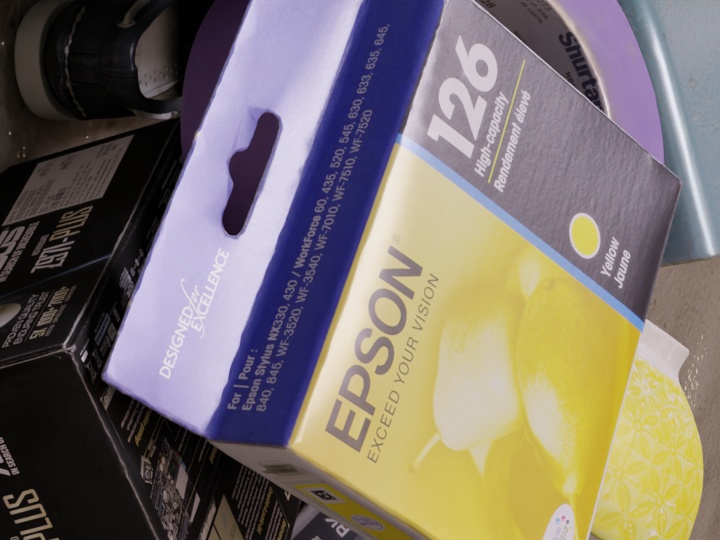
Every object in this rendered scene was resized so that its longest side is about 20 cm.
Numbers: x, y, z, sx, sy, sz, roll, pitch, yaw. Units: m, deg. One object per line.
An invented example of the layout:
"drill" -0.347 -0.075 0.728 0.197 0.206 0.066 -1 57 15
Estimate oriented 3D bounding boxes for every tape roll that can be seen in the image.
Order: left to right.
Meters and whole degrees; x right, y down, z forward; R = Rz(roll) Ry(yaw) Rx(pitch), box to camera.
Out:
"tape roll" 0.029 -0.052 0.914 0.200 0.085 0.200 12 73 -41

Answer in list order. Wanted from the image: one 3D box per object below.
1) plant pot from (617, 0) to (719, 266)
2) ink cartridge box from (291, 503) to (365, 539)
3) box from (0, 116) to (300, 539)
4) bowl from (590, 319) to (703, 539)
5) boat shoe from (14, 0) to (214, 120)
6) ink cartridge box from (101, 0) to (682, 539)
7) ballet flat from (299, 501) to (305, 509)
"plant pot" 0.120 -0.107 1.224 0.196 0.196 0.200 -22 102 -59
"ink cartridge box" -0.044 0.173 1.013 0.200 0.043 0.198 -46 168 -4
"box" -0.095 0.059 0.861 0.200 0.086 0.164 -75 146 -61
"bowl" 0.116 0.065 1.206 0.108 0.200 0.200 -56 150 2
"boat shoe" -0.072 -0.105 0.988 0.200 0.060 0.076 -38 127 -54
"ink cartridge box" 0.024 0.000 0.811 0.200 0.047 0.198 36 61 -34
"ballet flat" -0.026 0.081 1.006 0.200 0.072 0.072 -39 149 9
